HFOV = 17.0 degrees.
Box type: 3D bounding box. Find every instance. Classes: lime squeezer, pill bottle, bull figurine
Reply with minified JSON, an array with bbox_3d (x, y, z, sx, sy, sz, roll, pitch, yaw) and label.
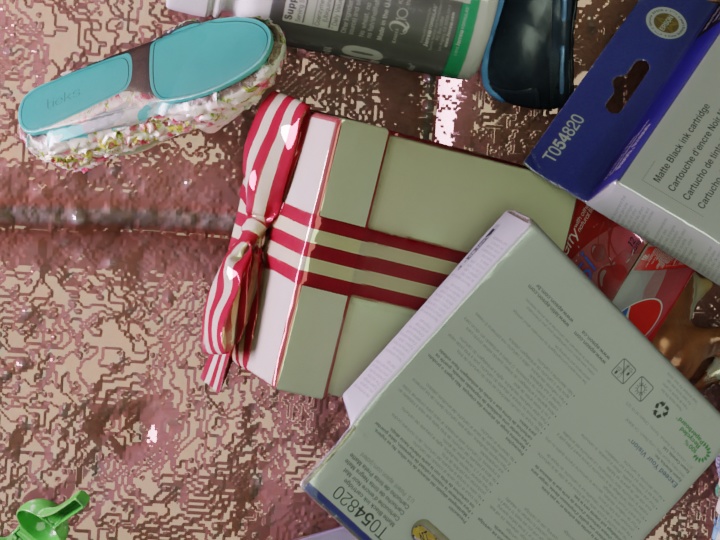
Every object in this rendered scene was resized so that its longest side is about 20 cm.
[{"bbox_3d":[-0.220,0.188,1.530,0.038,0.071,0.200,35,120,-21],"label":"lime squeezer"},{"bbox_3d":[-0.015,-0.191,1.500,0.199,0.113,0.114,11,92,-4],"label":"pill bottle"},{"bbox_3d":[0.192,-0.011,1.547,0.121,0.065,0.201,-11,93,-5],"label":"bull figurine"}]

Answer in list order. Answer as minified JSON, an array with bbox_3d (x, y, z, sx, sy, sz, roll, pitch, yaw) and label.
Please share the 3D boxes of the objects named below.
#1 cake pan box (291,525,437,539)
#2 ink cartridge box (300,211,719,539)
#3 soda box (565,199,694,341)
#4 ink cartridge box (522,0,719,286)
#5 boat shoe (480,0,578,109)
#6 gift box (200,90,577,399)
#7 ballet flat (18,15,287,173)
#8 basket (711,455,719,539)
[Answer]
[{"bbox_3d":[0.047,0.238,1.495,0.199,0.052,0.185,-14,85,-5],"label":"cake pan box"},{"bbox_3d":[0.089,0.104,1.396,0.200,0.041,0.200,-48,114,-5],"label":"ink cartridge box"},{"bbox_3d":[0.136,0.032,1.488,0.063,0.070,0.201,-4,135,-39],"label":"soda box"},{"bbox_3d":[0.227,-0.083,1.434,0.199,0.041,0.200,31,55,8],"label":"ink cartridge box"},{"bbox_3d":[0.134,-0.201,1.532,0.068,0.084,0.201,17,106,14],"label":"boat shoe"},{"bbox_3d":[0.000,0.000,1.480,0.186,0.200,0.186,13,88,-20],"label":"gift box"},{"bbox_3d":[-0.121,-0.108,1.490,0.199,0.064,0.076,-12,56,28],"label":"ballet flat"},{"bbox_3d":[0.300,0.091,1.500,0.139,0.176,0.201,27,105,20],"label":"basket"}]
